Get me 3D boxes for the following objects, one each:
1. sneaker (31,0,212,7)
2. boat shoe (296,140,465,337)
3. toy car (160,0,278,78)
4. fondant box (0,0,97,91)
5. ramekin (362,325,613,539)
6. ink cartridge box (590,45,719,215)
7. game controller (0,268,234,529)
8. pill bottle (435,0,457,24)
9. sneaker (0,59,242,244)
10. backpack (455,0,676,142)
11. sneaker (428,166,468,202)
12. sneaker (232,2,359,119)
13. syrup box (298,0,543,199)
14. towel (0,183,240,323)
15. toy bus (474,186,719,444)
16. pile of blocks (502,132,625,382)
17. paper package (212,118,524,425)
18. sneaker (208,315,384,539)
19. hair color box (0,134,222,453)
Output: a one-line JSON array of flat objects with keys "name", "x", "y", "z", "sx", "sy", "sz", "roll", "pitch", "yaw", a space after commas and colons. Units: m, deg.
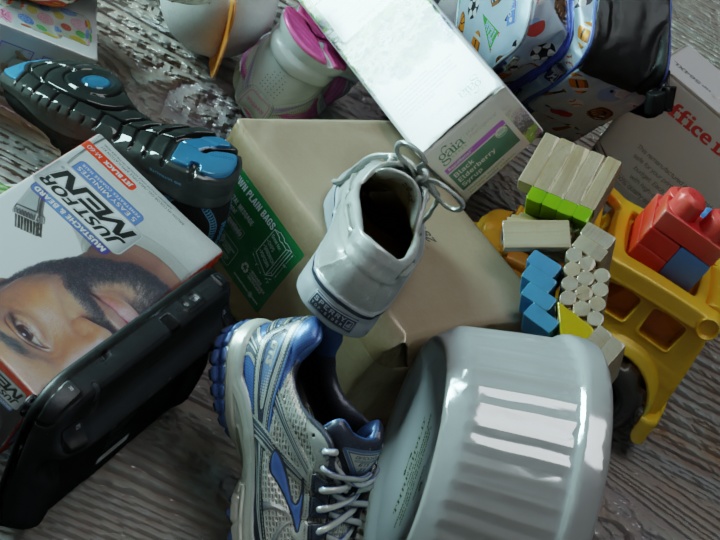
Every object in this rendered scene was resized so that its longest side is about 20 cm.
[{"name": "sneaker", "x": -0.180, "y": -0.235, "z": 1.244, "sx": 0.199, "sy": 0.077, "sz": 0.073, "roll": -9, "pitch": 53, "yaw": -30}, {"name": "boat shoe", "x": 0.018, "y": -0.039, "z": 1.056, "sx": 0.074, "sy": 0.086, "sz": 0.202, "roll": 38, "pitch": 24, "yaw": -3}, {"name": "toy car", "x": -0.109, "y": -0.248, "z": 1.372, "sx": 0.183, "sy": 0.177, "sz": 0.201, "roll": 2, "pitch": 58, "yaw": -19}, {"name": "fondant box", "x": -0.288, "y": -0.204, "z": 1.239, "sx": 0.199, "sy": 0.058, "sz": 0.145, "roll": 18, "pitch": 36, "yaw": -24}, {"name": "ramekin", "x": 0.068, "y": 0.126, "z": 1.026, "sx": 0.094, "sy": 0.203, "sz": 0.203, "roll": 16, "pitch": 36, "yaw": -10}, {"name": "ink cartridge box", "x": 0.251, "y": -0.058, "z": 1.415, "sx": 0.146, "sy": 0.200, "sz": 0.084, "roll": 42, "pitch": 32, "yaw": 10}, {"name": "game controller", "x": -0.137, "y": 0.070, "z": 0.981, "sx": 0.042, "sy": 0.105, "sz": 0.200, "roll": 40, "pitch": 32, "yaw": 7}, {"name": "pill bottle", "x": 0.064, "y": -0.243, "z": 1.534, "sx": 0.112, "sy": 0.113, "sz": 0.200, "roll": -9, "pitch": 42, "yaw": -48}, {"name": "sneaker", "x": -0.166, "y": -0.074, "z": 1.138, "sx": 0.200, "sy": 0.082, "sz": 0.073, "roll": 33, "pitch": 37, "yaw": 29}, {"name": "backpack", "x": 0.156, "y": -0.191, "z": 1.362, "sx": 0.153, "sy": 0.191, "sz": 0.201, "roll": 16, "pitch": 65, "yaw": -12}, {"name": "sneaker", "x": 0.066, "y": -0.100, "z": 1.436, "sx": 0.074, "sy": 0.087, "sz": 0.200, "roll": -11, "pitch": 17, "yaw": 8}, {"name": "sneaker", "x": -0.057, "y": -0.154, "z": 1.370, "sx": 0.081, "sy": 0.088, "sz": 0.200, "roll": 48, "pitch": 10, "yaw": 3}, {"name": "syrup box", "x": 0.042, "y": -0.154, "z": 1.290, "sx": 0.200, "sy": 0.079, "sz": 0.081, "roll": 54, "pitch": 9, "yaw": 34}, {"name": "towel", "x": -0.179, "y": 0.000, "z": 1.112, "sx": 0.199, "sy": 0.023, "sz": 0.153, "roll": -5, "pitch": 51, "yaw": -48}, {"name": "toy bus", "x": 0.178, "y": -0.002, "z": 1.287, "sx": 0.199, "sy": 0.192, "sz": 0.136, "roll": 31, "pitch": 34, "yaw": -4}, {"name": "pile of blocks", "x": 0.135, "y": 0.007, "z": 1.180, "sx": 0.081, "sy": 0.062, "sz": 0.201, "roll": 2, "pitch": 59, "yaw": 2}, {"name": "paper package", "x": 0.000, "y": 0.000, "z": 1.182, "sx": 0.190, "sy": 0.104, "sz": 0.200, "roll": -4, "pitch": 51, "yaw": -54}, {"name": "sneaker", "x": -0.027, "y": 0.118, "z": 0.984, "sx": 0.077, "sy": 0.085, "sz": 0.201, "roll": 2, "pitch": 72, "yaw": -60}, {"name": "hair color box", "x": -0.181, "y": 0.008, "z": 1.018, "sx": 0.111, "sy": 0.064, "sz": 0.200, "roll": 43, "pitch": 37, "yaw": 2}]
